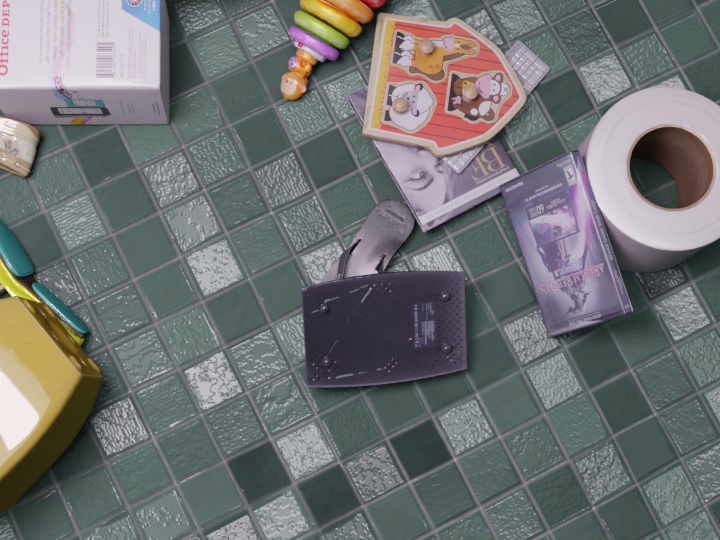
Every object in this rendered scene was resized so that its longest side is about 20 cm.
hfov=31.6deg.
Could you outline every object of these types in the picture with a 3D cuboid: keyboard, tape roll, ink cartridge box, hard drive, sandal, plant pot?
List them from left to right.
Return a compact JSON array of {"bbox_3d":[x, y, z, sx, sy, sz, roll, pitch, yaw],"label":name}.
[{"bbox_3d":[-0.405,0.136,1.413,0.200,0.196,0.194,-41,84,-2],"label":"plant pot"},{"bbox_3d":[-0.336,-0.265,1.535,0.200,0.146,0.147,0,79,-4],"label":"ink cartridge box"},{"bbox_3d":[0.000,-0.001,1.558,0.076,0.043,0.200,25,78,1],"label":"sandal"},{"bbox_3d":[0.027,0.066,1.520,0.200,0.042,0.135,-6,103,-13],"label":"hard drive"},{"bbox_3d":[0.163,-0.208,1.612,0.056,0.011,0.200,39,70,5],"label":"keyboard"},{"bbox_3d":[0.359,-0.107,1.555,0.202,0.139,0.203,1,80,-4],"label":"tape roll"}]

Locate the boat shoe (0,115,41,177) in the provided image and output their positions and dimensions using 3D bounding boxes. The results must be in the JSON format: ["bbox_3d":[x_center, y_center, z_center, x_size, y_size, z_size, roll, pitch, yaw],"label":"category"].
[{"bbox_3d":[-0.493,-0.165,1.542,0.200,0.073,0.063,12,81,-4],"label":"boat shoe"}]

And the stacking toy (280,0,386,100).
[{"bbox_3d":[-0.047,-0.304,1.594,0.116,0.110,0.200,35,98,34],"label":"stacking toy"}]

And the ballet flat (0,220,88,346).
[{"bbox_3d":[-0.409,0.024,1.519,0.067,0.067,0.200,-41,85,8],"label":"ballet flat"}]

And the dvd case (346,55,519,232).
[{"bbox_3d":[0.093,-0.165,1.601,0.149,0.016,0.200,-27,82,-17],"label":"dvd case"}]

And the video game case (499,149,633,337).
[{"bbox_3d":[0.244,-0.029,1.525,0.019,0.143,0.200,-14,84,-32],"label":"video game case"}]

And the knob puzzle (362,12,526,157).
[{"bbox_3d":[0.111,-0.235,1.592,0.219,0.030,0.220,2,68,-6],"label":"knob puzzle"}]
